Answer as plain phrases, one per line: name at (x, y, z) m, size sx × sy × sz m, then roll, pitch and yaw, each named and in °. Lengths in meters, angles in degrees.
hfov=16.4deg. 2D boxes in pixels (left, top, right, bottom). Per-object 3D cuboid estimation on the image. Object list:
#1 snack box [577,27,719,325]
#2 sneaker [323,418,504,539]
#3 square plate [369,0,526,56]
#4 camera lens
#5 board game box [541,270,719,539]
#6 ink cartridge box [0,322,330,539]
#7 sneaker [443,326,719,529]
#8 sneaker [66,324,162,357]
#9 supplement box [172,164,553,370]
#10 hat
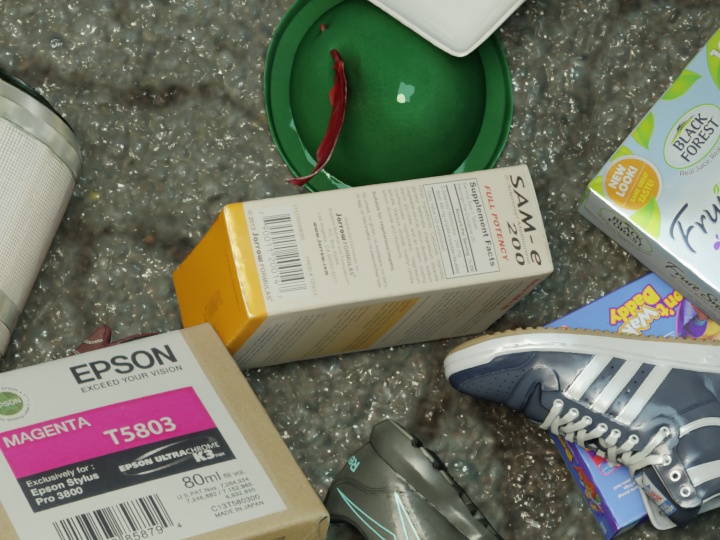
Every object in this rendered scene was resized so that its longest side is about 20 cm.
snack box at (0.256, -0.033, 1.556) m, size 0.200 × 0.053 × 0.142 m, roll 39°, pitch 74°, yaw 8°
sneaker at (0.059, 0.185, 1.528) m, size 0.079 × 0.075 × 0.200 m, roll -43°, pitch 75°, yaw 0°
square plate at (0.063, -0.232, 1.616) m, size 0.198 × 0.029 × 0.200 m, roll 34°, pitch 66°, yaw 32°
camera lens at (-0.269, -0.025, 1.506) m, size 0.159 × 0.160 × 0.201 m, roll 21°, pitch 74°, yaw 2°
board game box at (0.212, 0.064, 1.577) m, size 0.199 × 0.045 × 0.135 m, roll -25°, pitch 78°, yaw -11°
ink cartridge box at (-0.141, 0.127, 1.401) m, size 0.199 × 0.075 × 0.165 m, roll -14°, pitch 49°, yaw -26°
sneaker at (0.149, 0.096, 1.503) m, size 0.198 × 0.070 × 0.109 m, roll 3°, pitch 72°, yaw -6°
sneaker at (-0.106, 0.106, 1.528) m, size 0.200 × 0.076 × 0.116 m, roll 39°, pitch 72°, yaw 7°
supplement box at (0.000, 0.000, 1.515) m, size 0.199 × 0.126 × 0.074 m, roll -8°, pitch 74°, yaw -22°
hat at (0.025, -0.127, 1.546) m, size 0.164 × 0.176 × 0.202 m, roll -3°, pitch 75°, yaw -5°
